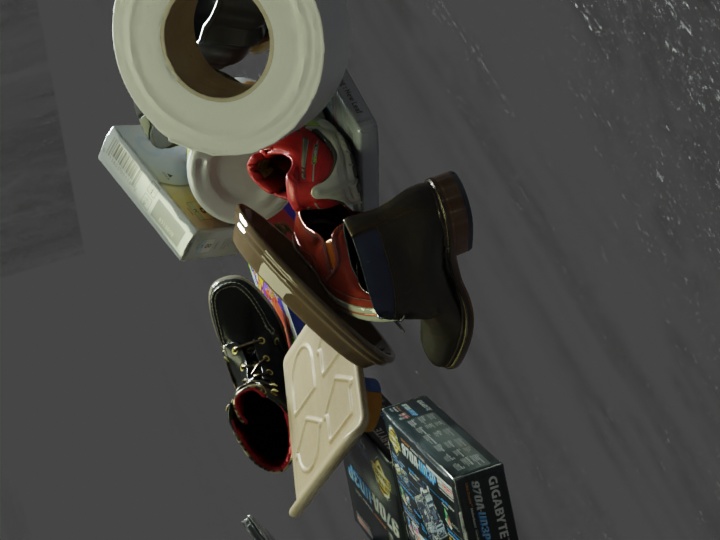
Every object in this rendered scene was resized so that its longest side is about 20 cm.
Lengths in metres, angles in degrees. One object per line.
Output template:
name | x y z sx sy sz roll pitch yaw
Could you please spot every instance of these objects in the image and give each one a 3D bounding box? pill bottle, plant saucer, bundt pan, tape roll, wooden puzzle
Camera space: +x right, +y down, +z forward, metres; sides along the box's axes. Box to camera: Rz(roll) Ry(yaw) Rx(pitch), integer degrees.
pill bottle | -0.120 -0.130 1.870 0.200 0.110 0.112 -102 1 -69
plant saucer | -0.047 0.018 1.669 0.200 0.029 0.200 45 -175 -5
bundt pan | -0.129 -0.278 1.721 0.201 0.075 0.204 -29 56 54
tape roll | -0.111 -0.203 1.589 0.071 0.200 0.205 -42 -59 -65
wooden puzzle | -0.025 0.118 1.817 0.186 0.046 0.202 124 150 -50

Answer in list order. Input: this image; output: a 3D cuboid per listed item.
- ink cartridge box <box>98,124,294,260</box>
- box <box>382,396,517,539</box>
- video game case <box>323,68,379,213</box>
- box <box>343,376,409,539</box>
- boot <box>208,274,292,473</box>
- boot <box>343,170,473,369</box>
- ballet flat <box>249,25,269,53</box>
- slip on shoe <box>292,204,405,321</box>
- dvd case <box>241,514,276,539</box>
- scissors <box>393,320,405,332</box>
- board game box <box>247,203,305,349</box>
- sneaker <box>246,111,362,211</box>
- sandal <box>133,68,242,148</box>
ink cartridge box | -0.154 -0.088 1.934 0.160 0.199 0.047 48 124 25
box | 0.082 0.214 1.594 0.200 0.046 0.161 -144 40 -69
video game case | -0.023 -0.119 1.714 0.201 0.022 0.183 88 161 -48
box | 0.032 0.215 1.835 0.200 0.046 0.161 -136 32 -64
boot | -0.112 0.112 1.966 0.151 0.072 0.202 -85 -22 -77
boot | 0.035 0.011 1.469 0.075 0.096 0.201 -120 19 -44
ballet flat | -0.103 -0.253 1.833 0.063 0.068 0.200 48 -175 -33
slip on shoe | -0.004 -0.012 1.621 0.200 0.073 0.062 43 145 50
dvd case | -0.038 0.341 1.838 0.200 0.016 0.149 51 176 31
scissors | 0.000 0.000 1.688 0.200 0.014 0.074 -140 38 -68
board game box | -0.080 0.023 2.063 0.135 0.044 0.202 114 138 -70
sneaker | -0.066 -0.108 1.668 0.200 0.084 0.078 -134 30 -62
sandal | -0.147 -0.155 1.725 0.200 0.057 0.081 9 116 56
